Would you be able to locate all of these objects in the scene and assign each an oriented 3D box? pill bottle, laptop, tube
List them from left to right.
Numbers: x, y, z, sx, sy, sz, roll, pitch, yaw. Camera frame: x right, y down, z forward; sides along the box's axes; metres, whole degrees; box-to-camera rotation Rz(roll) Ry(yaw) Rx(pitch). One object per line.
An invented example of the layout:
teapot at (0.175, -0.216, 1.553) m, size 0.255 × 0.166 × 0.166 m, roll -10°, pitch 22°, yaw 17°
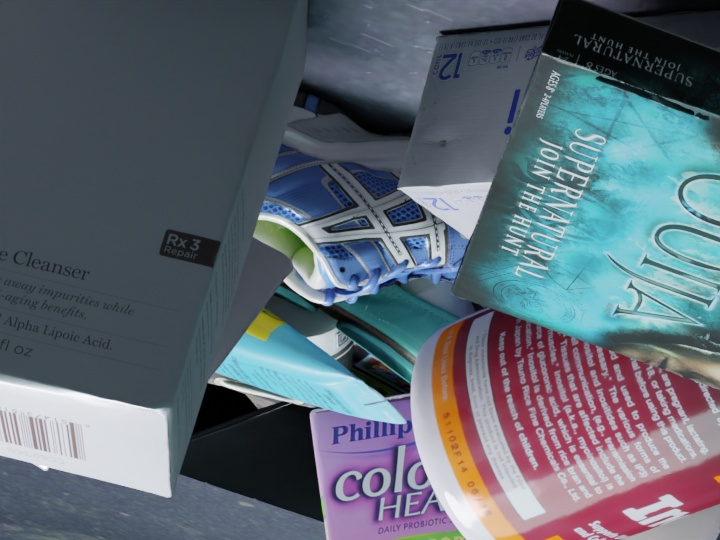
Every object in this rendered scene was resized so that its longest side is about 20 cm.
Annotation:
tube at (-0.075, 0.021, 1.174) m, size 0.200 × 0.050 × 0.077 m, roll 24°, pitch 176°, yaw 21°
laptop at (-0.049, 0.070, 1.433) m, size 0.177 × 0.103 × 0.200 m, roll 25°, pitch -163°, yaw -46°
pill bottle at (0.130, 0.043, 1.078) m, size 0.200 × 0.113 × 0.113 m, roll -24°, pitch 142°, yaw 28°

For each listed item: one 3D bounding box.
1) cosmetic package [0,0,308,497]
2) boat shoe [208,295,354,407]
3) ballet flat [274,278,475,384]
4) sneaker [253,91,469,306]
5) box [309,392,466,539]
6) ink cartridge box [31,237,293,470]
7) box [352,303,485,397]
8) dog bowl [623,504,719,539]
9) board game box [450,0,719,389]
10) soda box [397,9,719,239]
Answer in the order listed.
cosmetic package at (-0.094, -0.030, 0.968) m, size 0.113 × 0.200 × 0.081 m, roll 12°, pitch 153°, yaw 3°
boat shoe at (-0.098, 0.020, 1.259) m, size 0.200 × 0.071 × 0.064 m, roll 17°, pitch 133°, yaw 17°
ballet flat at (0.000, 0.000, 1.177) m, size 0.200 × 0.070 × 0.067 m, roll 31°, pitch 178°, yaw -10°
sneaker at (0.009, -0.017, 1.124) m, size 0.200 × 0.077 × 0.076 m, roll 15°, pitch 160°, yaw -8°
box at (0.041, 0.178, 1.289) m, size 0.097 × 0.200 × 0.176 m, roll -10°, pitch 161°, yaw 1°
ink cartridge box at (-0.142, 0.000, 1.051) m, size 0.200 × 0.115 × 0.068 m, roll 29°, pitch 132°, yaw 7°
box at (0.045, 0.043, 1.334) m, size 0.110 × 0.035 × 0.200 m, roll 6°, pitch 159°, yaw 28°
dog bowl at (0.157, 0.112, 1.221) m, size 0.074 × 0.200 × 0.200 m, roll 28°, pitch 166°, yaw 18°
board game box at (0.111, -0.017, 0.909) m, size 0.135 × 0.028 × 0.200 m, roll 20°, pitch 157°, yaw 2°
soda box at (0.113, -0.050, 0.962) m, size 0.200 × 0.068 × 0.063 m, roll -2°, pitch 155°, yaw 40°
